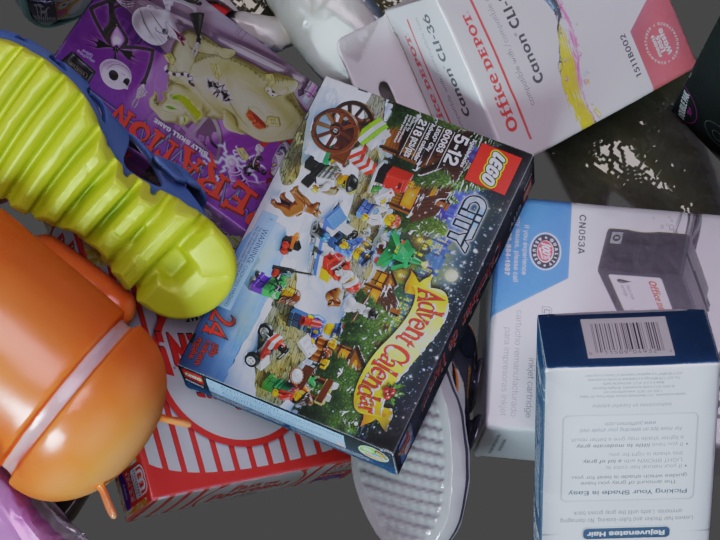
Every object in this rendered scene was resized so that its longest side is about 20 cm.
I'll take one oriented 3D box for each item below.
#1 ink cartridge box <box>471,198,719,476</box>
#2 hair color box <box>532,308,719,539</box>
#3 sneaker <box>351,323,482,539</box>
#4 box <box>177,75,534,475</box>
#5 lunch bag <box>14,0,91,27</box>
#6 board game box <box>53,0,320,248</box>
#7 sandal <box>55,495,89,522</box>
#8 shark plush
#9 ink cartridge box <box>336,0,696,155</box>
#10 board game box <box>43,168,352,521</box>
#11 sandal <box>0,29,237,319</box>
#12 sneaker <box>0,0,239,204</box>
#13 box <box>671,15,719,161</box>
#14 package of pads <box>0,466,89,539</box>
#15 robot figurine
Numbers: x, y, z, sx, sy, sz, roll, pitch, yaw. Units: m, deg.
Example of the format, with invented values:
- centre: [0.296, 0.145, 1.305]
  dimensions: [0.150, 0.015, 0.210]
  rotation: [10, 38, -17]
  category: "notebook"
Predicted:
- centre: [0.173, 0.042, 1.492]
  dimensions: [0.199, 0.084, 0.146]
  rotation: [5, 74, -2]
  category: "ink cartridge box"
- centre: [0.149, 0.122, 1.414]
  dimensions: [0.099, 0.201, 0.061]
  rotation: [-1, 31, 0]
  category: "hair color box"
- centre: [0.037, 0.076, 1.458]
  dimensions: [0.078, 0.079, 0.201]
  rotation: [-26, 61, 29]
  category: "sneaker"
- centre: [0.000, 0.000, 1.420]
  dimensions: [0.136, 0.038, 0.201]
  rotation: [21, 70, 14]
  category: "box"
- centre: [-0.145, -0.236, 1.514]
  dimensions: [0.199, 0.160, 0.077]
  rotation: [-30, 77, -12]
  category: "lunch bag"
- centre: [-0.089, -0.092, 1.483]
  dimensions: [0.200, 0.032, 0.120]
  rotation: [36, 60, -11]
  category: "board game box"
- centre: [-0.169, 0.101, 1.470]
  dimensions: [0.199, 0.055, 0.082]
  rotation: [-33, 79, -12]
  category: "sandal"
- centre: [0.011, -0.147, 1.540]
  dimensions: [0.199, 0.083, 0.091]
  rotation: [35, 110, 1]
  category: "shark plush"
- centre: [0.096, -0.132, 1.503]
  dimensions: [0.199, 0.067, 0.117]
  rotation: [-30, 100, -27]
  category: "ink cartridge box"
- centre: [-0.092, 0.036, 1.471]
  dimensions: [0.151, 0.046, 0.201]
  rotation: [-9, 74, -31]
  category: "board game box"
- centre: [-0.152, -0.058, 1.392]
  dimensions: [0.079, 0.087, 0.200]
  rotation: [-39, 108, 14]
  category: "sandal"
- centre: [-0.148, -0.098, 1.520]
  dimensions: [0.200, 0.077, 0.085]
  rotation: [-38, 84, -12]
  category: "sneaker"
- centre: [0.295, -0.116, 1.484]
  dimensions: [0.124, 0.200, 0.149]
  rotation: [-40, 79, -13]
  category: "box"
- centre: [-0.262, 0.175, 1.409]
  dimensions: [0.200, 0.076, 0.121]
  rotation: [-40, 76, 4]
  category: "package of pads"
- centre: [-0.190, 0.047, 1.349]
  dimensions: [0.200, 0.144, 0.117]
  rotation: [40, 97, -1]
  category: "robot figurine"
